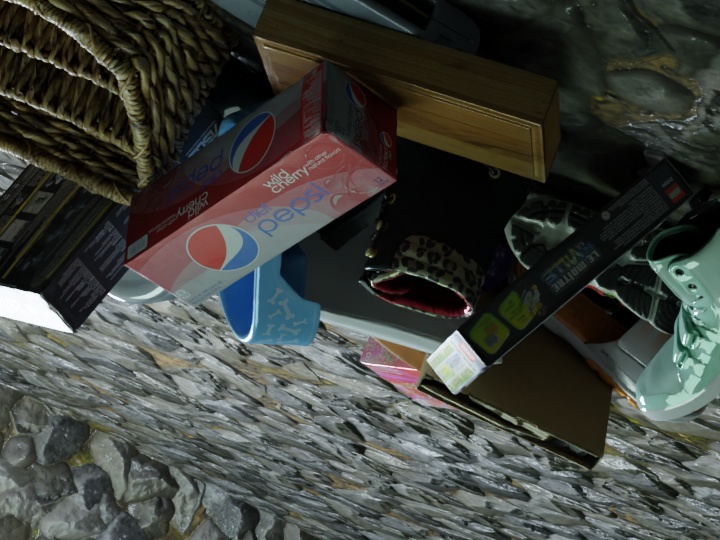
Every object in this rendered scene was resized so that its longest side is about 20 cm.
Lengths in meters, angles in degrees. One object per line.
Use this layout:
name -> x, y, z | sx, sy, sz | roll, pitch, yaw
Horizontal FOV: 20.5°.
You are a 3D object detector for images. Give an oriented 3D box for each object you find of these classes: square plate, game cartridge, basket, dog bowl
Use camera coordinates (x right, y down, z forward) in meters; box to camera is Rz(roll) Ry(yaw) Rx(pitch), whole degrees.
square plate -> 0.000, 0.000, 1.613 | 0.197, 0.029, 0.200 | 16, -153, -31
game cartridge -> -0.032, -0.183, 1.316 | 0.199, 0.041, 0.133 | 28, 160, -20
basket -> -0.213, -0.152, 1.384 | 0.199, 0.150, 0.143 | 25, 174, 24
dog bowl -> -0.069, -0.032, 1.452 | 0.049, 0.201, 0.112 | -11, -144, -20

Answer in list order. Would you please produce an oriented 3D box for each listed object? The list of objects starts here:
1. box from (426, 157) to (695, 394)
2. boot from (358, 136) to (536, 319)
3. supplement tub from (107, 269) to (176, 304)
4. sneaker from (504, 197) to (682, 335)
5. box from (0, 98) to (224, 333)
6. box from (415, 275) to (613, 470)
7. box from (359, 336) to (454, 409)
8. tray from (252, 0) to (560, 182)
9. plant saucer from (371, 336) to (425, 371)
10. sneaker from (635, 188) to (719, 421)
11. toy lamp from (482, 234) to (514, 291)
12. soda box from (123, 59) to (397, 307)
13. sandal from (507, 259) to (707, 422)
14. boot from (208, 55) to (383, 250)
box -> 0.141, 0.005, 1.411 | 0.035, 0.200, 0.110 | 50, 164, 5
boot -> 0.020, -0.064, 1.401 | 0.202, 0.155, 0.074 | 20, 154, 9
supplement tub -> -0.141, -0.040, 1.670 | 0.122, 0.124, 0.200 | 14, -168, 25
sneaker -> 0.204, -0.010, 1.538 | 0.199, 0.077, 0.085 | 25, -176, -5
box -> -0.206, -0.050, 1.487 | 0.161, 0.200, 0.049 | 7, 142, 51
box -> 0.138, 0.070, 1.672 | 0.163, 0.200, 0.021 | 25, 124, -4
box -> 0.110, 0.073, 1.853 | 0.199, 0.095, 0.102 | 4, 156, 48
tray -> 0.032, -0.118, 1.312 | 0.199, 0.037, 0.099 | 18, 164, 12
plant saucer -> 0.031, 0.019, 1.729 | 0.200, 0.032, 0.201 | 37, -163, -13
sneaker -> 0.236, 0.022, 1.443 | 0.118, 0.074, 0.201 | 27, 127, -19
toy lamp -> 0.032, -0.047, 1.639 | 0.199, 0.059, 0.058 | 28, 163, -19
soda box -> -0.067, -0.054, 1.320 | 0.070, 0.064, 0.199 | 32, 133, -33
sandal -> 0.216, 0.048, 1.676 | 0.206, 0.079, 0.059 | 37, 126, -1
boot -> -0.053, -0.117, 1.516 | 0.200, 0.066, 0.165 | 40, 136, -9
